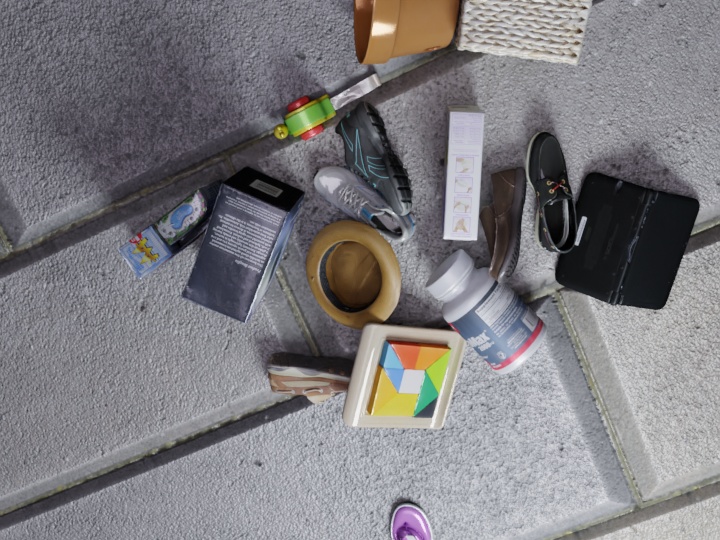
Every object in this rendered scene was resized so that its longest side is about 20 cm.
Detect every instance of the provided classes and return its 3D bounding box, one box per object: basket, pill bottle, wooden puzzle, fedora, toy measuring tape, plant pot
[{"bbox_3d":[0.247,-0.411,1.309,0.197,0.198,0.163,7,109,2],"label":"basket"},{"bbox_3d":[0.209,0.067,1.464,0.120,0.120,0.200,-44,96,13],"label":"pill bottle"},{"bbox_3d":[0.079,0.188,1.480,0.198,0.037,0.187,8,104,-25],"label":"wooden puzzle"},{"bbox_3d":[0.000,0.000,1.469,0.199,0.082,0.203,14,117,29],"label":"fedora"},{"bbox_3d":[-0.058,-0.270,1.430,0.198,0.074,0.074,-26,100,11],"label":"toy measuring tape"},{"bbox_3d":[0.071,-0.418,1.328,0.138,0.200,0.203,0,104,-8],"label":"plant pot"}]

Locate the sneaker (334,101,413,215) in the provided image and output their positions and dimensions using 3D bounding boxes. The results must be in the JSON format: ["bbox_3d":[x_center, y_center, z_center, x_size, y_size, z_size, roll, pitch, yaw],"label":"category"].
[{"bbox_3d":[0.024,-0.178,1.443,0.079,0.075,0.202,-27,82,22],"label":"sneaker"}]

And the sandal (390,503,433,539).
[{"bbox_3d":[0.097,0.539,1.623,0.081,0.050,0.205,-1,103,5],"label":"sandal"}]

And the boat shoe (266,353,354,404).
[{"bbox_3d":[-0.072,0.199,1.548,0.197,0.076,0.073,8,108,12],"label":"boat shoe"}]

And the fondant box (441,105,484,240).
[{"bbox_3d":[0.164,-0.162,1.399,0.057,0.144,0.203,1,104,4],"label":"fondant box"}]

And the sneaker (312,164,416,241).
[{"bbox_3d":[0.007,-0.113,1.455,0.199,0.087,0.075,30,106,-2],"label":"sneaker"}]

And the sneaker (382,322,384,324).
[{"bbox_3d":[0.063,0.153,1.530,0.090,0.076,0.202,-21,108,0],"label":"sneaker"}]

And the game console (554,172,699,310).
[{"bbox_3d":[0.452,-0.049,1.469,0.175,0.116,0.202,23,106,30],"label":"game console"}]

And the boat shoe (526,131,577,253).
[{"bbox_3d":[0.322,-0.129,1.428,0.073,0.063,0.204,-13,104,-18],"label":"boat shoe"}]

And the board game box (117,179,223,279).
[{"bbox_3d":[-0.314,-0.060,1.435,0.199,0.200,0.062,-36,98,12],"label":"board game box"}]

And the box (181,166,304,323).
[{"bbox_3d":[-0.188,-0.047,1.429,0.122,0.200,0.200,23,105,-2],"label":"box"}]

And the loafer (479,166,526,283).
[{"bbox_3d":[0.232,-0.076,1.434,0.070,0.073,0.202,6,71,17],"label":"loafer"}]
